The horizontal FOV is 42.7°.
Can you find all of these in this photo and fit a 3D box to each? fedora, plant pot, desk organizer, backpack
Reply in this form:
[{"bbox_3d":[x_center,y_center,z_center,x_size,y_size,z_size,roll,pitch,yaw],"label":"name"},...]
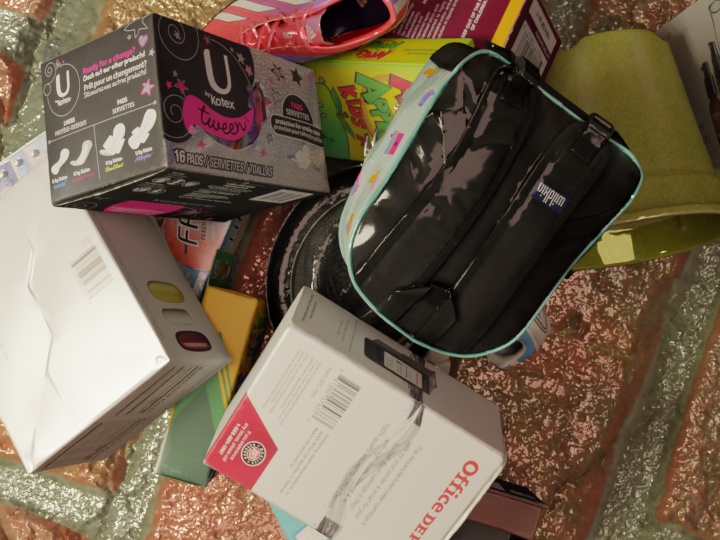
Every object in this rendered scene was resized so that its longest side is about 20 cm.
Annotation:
[{"bbox_3d":[0.000,0.000,0.803,0.197,0.092,0.204,-1,84,6],"label":"fedora"},{"bbox_3d":[0.240,-0.114,0.866,0.197,0.201,0.187,-6,78,-3],"label":"plant pot"},{"bbox_3d":[0.061,0.217,0.849,0.197,0.072,0.078,17,88,-4],"label":"desk organizer"},{"bbox_3d":[0.077,-0.046,0.685,0.174,0.153,0.202,31,93,-18],"label":"backpack"}]

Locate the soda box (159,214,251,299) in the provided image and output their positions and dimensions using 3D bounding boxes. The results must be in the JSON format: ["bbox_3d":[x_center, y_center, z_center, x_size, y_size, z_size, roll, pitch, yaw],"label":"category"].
[{"bbox_3d":[-0.136,-0.074,0.888,0.063,0.068,0.203,22,87,6],"label":"soda box"}]

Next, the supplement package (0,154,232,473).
[{"bbox_3d":[-0.233,0.035,0.770,0.155,0.111,0.201,-36,76,11],"label":"supplement package"}]

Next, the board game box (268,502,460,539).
[{"bbox_3d":[0.009,0.252,0.903,0.149,0.047,0.202,-27,91,-4],"label":"board game box"}]

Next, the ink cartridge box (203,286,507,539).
[{"bbox_3d":[-0.002,0.133,0.745,0.198,0.084,0.146,32,110,-6],"label":"ink cartridge box"}]

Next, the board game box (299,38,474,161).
[{"bbox_3d":[0.017,-0.149,0.816,0.048,0.198,0.103,-43,130,-33],"label":"board game box"}]

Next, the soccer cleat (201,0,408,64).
[{"bbox_3d":[-0.055,-0.204,0.774,0.197,0.074,0.069,-14,118,13],"label":"soccer cleat"}]

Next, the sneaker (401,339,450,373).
[{"bbox_3d":[-0.012,0.098,0.894,0.197,0.078,0.079,-14,119,4],"label":"sneaker"}]

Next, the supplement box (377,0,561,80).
[{"bbox_3d":[0.069,-0.222,0.843,0.198,0.110,0.087,25,86,29],"label":"supplement box"}]

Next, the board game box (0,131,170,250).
[{"bbox_3d":[-0.289,-0.024,0.864,0.198,0.026,0.202,-30,83,12],"label":"board game box"}]

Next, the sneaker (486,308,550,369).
[{"bbox_3d":[0.129,0.018,0.839,0.071,0.201,0.073,27,64,38],"label":"sneaker"}]

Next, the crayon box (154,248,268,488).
[{"bbox_3d":[-0.128,0.087,0.857,0.051,0.126,0.203,15,88,2],"label":"crayon box"}]

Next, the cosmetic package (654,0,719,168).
[{"bbox_3d":[0.343,-0.177,0.855,0.051,0.200,0.153,-12,89,-4],"label":"cosmetic package"}]

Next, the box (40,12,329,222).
[{"bbox_3d":[-0.133,-0.113,0.738,0.131,0.199,0.117,-12,83,32],"label":"box"}]
